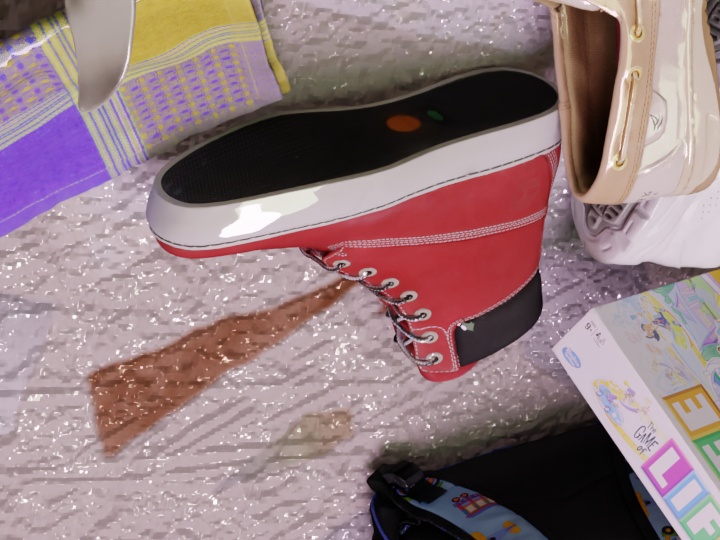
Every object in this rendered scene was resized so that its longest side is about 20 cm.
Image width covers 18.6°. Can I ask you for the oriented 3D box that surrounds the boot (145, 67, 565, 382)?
[{"bbox_3d":[0.000,0.000,0.978,0.199,0.072,0.145,-14,125,-26],"label":"boot"}]

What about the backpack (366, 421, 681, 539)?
[{"bbox_3d":[0.114,0.171,1.051,0.182,0.200,0.135,-15,123,-15],"label":"backpack"}]

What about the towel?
[{"bbox_3d":[-0.122,-0.058,0.878,0.199,0.023,0.144,-26,163,-7],"label":"towel"}]

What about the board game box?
[{"bbox_3d":[0.191,0.094,1.008,0.134,0.200,0.034,-15,155,-46],"label":"board game box"}]

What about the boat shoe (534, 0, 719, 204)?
[{"bbox_3d":[0.103,-0.123,0.928,0.069,0.074,0.201,-16,102,-22],"label":"boat shoe"}]

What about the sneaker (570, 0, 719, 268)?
[{"bbox_3d":[0.181,-0.084,1.017,0.099,0.078,0.200,13,122,-36],"label":"sneaker"}]

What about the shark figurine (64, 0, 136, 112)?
[{"bbox_3d":[-0.140,-0.139,0.798,0.213,0.090,0.129,10,114,1],"label":"shark figurine"}]
